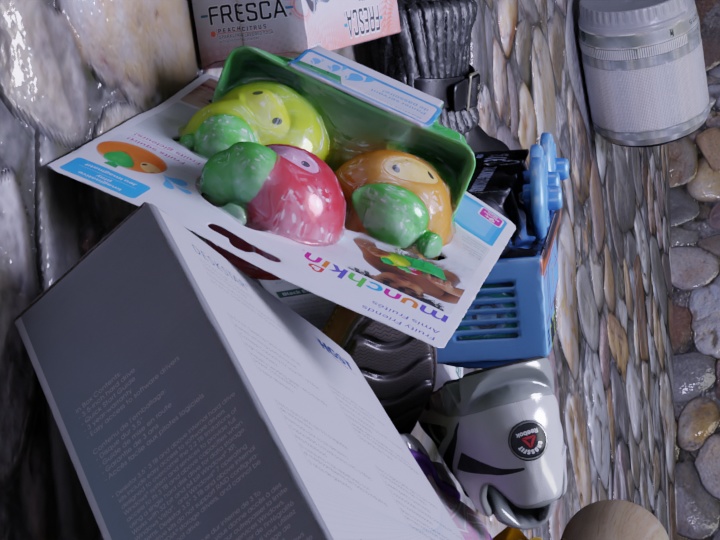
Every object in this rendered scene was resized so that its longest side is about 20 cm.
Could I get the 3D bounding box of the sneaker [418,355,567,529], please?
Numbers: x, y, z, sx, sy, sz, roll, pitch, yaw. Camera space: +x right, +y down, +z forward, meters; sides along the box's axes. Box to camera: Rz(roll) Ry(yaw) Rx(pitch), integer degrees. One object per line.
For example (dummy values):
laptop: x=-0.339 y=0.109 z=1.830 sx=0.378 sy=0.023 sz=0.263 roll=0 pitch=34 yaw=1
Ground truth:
sneaker: x=0.075 y=0.102 z=0.898 sx=0.200 sy=0.074 sz=0.089 roll=84 pitch=-9 yaw=-84

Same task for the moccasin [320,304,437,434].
moccasin: x=0.001 y=0.060 z=0.887 sx=0.202 sy=0.073 sz=0.078 roll=90 pitch=-13 yaw=-59

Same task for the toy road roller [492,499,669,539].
toy road roller: x=0.080 y=0.198 z=0.992 sx=0.146 sy=0.200 sz=0.123 roll=47 pitch=19 yaw=1

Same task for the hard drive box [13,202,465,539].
hard drive box: x=-0.030 y=0.091 z=0.617 sx=0.156 sy=0.077 sz=0.200 roll=40 pitch=13 yaw=-46

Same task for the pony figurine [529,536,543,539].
pony figurine: x=0.178 y=0.355 z=1.357 sx=0.200 sy=0.166 sz=0.193 roll=53 pitch=24 yaw=-33

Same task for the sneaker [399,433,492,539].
sneaker: x=0.031 y=0.147 z=0.862 sx=0.089 sy=0.080 sz=0.200 roll=49 pitch=4 yaw=19

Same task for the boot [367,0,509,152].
boot: x=0.064 y=-0.128 z=1.203 sx=0.211 sy=0.079 sz=0.158 roll=-25 pitch=109 yaw=-72

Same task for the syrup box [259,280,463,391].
syrup box: x=0.000 y=0.000 z=0.950 sx=0.200 sy=0.081 sz=0.079 roll=61 pitch=25 yaw=-54

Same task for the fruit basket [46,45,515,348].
fruit basket: x=-0.022 y=-0.041 z=0.745 sx=0.094 sy=0.185 sz=0.200 roll=-67 pitch=173 yaw=16

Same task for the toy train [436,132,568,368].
toy train: x=0.079 y=-0.016 z=0.944 sx=0.200 sy=0.086 sz=0.115 roll=-53 pitch=140 yaw=-75

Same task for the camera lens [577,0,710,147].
camera lens: x=0.377 y=-0.276 z=2.140 sx=0.160 sy=0.159 sz=0.201 roll=-66 pitch=146 yaw=-58

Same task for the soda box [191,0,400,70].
soda box: x=-0.033 y=-0.159 z=0.922 sx=0.200 sy=0.063 sz=0.069 roll=-39 pitch=122 yaw=-71
